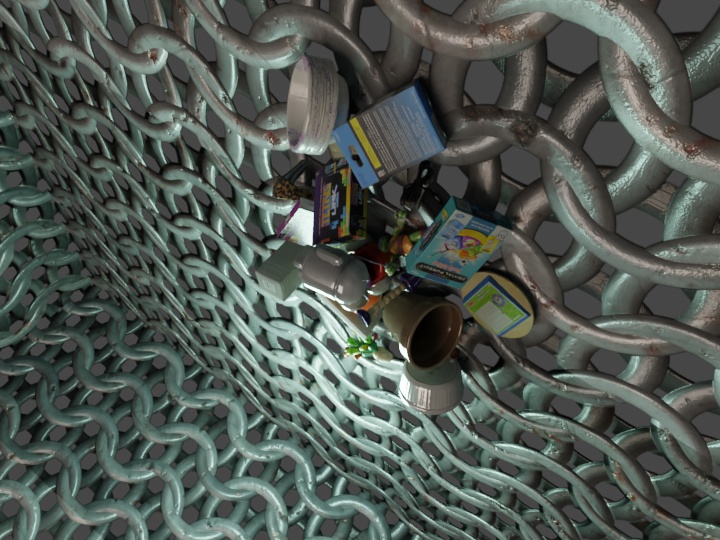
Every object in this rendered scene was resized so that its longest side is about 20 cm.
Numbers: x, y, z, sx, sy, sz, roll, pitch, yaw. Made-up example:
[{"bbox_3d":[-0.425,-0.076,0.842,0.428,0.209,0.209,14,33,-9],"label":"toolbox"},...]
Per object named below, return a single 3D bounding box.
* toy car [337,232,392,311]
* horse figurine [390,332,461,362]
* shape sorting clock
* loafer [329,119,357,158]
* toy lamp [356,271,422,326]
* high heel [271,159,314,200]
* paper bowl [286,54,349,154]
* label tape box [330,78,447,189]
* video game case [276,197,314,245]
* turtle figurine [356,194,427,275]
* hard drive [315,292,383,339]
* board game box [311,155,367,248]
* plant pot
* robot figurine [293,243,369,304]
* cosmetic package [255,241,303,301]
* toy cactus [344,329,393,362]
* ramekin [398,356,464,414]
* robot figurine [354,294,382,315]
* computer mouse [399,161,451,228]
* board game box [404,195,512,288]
[{"bbox_3d":[0.000,0.000,1.464,0.177,0.198,0.150,61,159,-7],"label":"toy car"},{"bbox_3d":[0.184,0.209,1.612,0.198,0.132,0.051,32,124,29],"label":"horse figurine"},{"bbox_3d":[0.335,0.083,1.363,0.198,0.039,0.202,29,146,22],"label":"shape sorting clock"},{"bbox_3d":[-0.014,-0.306,1.260,0.198,0.076,0.069,-5,131,50],"label":"loafer"},{"bbox_3d":[0.080,0.067,1.472,0.059,0.199,0.058,52,169,15],"label":"toy lamp"},{"bbox_3d":[-0.171,-0.178,1.507,0.070,0.143,0.202,14,137,36],"label":"high heel"},{"bbox_3d":[-0.091,-0.356,1.208,0.200,0.102,0.205,-179,90,-69],"label":"paper bowl"},{"bbox_3d":[0.060,-0.279,1.149,0.197,0.064,0.145,-21,115,24],"label":"label tape box"},{"bbox_3d":[-0.118,-0.120,1.533,0.178,0.036,0.200,14,154,-21],"label":"video game case"},{"bbox_3d":[0.103,-0.065,1.334,0.191,0.146,0.201,5,151,31],"label":"turtle figurine"},{"bbox_3d":[-0.030,0.100,1.682,0.200,0.132,0.026,44,130,-2],"label":"hard drive"},{"bbox_3d":[-0.052,-0.166,1.362,0.056,0.204,0.164,11,165,-37],"label":"board game box"},{"bbox_3d":[0.151,0.142,1.511,0.174,0.199,0.203,31,149,47],"label":"plant pot"},{"bbox_3d":[-0.063,0.008,1.331,0.197,0.114,0.171,24,155,20],"label":"robot figurine"},{"bbox_3d":[-0.213,-0.017,1.686,0.106,0.200,0.091,24,142,29],"label":"cosmetic package"},{"bbox_3d":[0.031,0.255,1.855,0.163,0.103,0.201,23,144,-5],"label":"toy cactus"},{"bbox_3d":[0.207,0.315,1.625,0.200,0.202,0.096,20,130,30],"label":"ramekin"},{"bbox_3d":[-0.014,0.045,1.623,0.201,0.117,0.143,49,144,-9],"label":"robot figurine"},{"bbox_3d":[0.174,-0.131,1.228,0.052,0.140,0.201,-1,137,45],"label":"computer mouse"},{"bbox_3d":[0.211,-0.054,1.213,0.149,0.047,0.201,16,133,-22],"label":"board game box"}]
